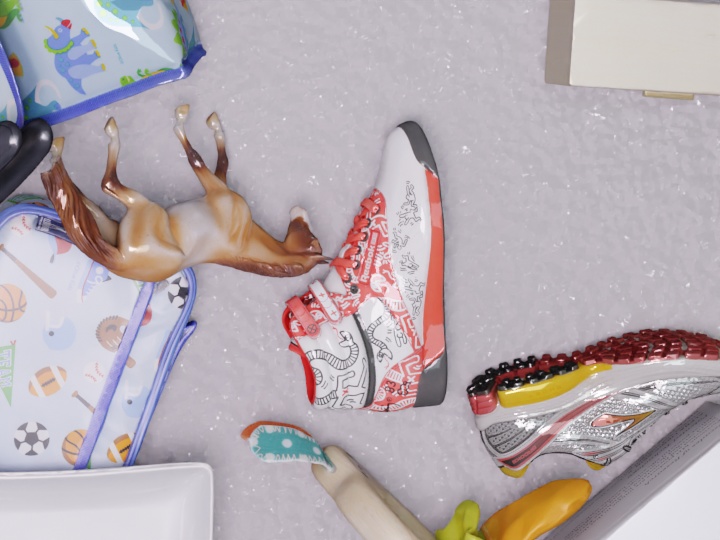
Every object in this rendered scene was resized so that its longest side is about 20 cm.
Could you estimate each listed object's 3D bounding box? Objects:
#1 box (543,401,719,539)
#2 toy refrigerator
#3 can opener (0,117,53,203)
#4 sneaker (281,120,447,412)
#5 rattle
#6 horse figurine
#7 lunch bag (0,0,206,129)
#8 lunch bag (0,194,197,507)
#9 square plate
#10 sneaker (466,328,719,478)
[{"bbox_3d":[0.244,0.231,1.394,0.200,0.131,0.199,-39,93,-2],"label":"box"},{"bbox_3d":[0.234,-0.151,1.388,0.200,0.076,0.070,2,96,-9],"label":"toy refrigerator"},{"bbox_3d":[-0.268,-0.040,1.278,0.200,0.063,0.079,-34,86,41],"label":"can opener"},{"bbox_3d":[0.000,0.001,1.376,0.108,0.067,0.202,-5,100,-10],"label":"sneaker"},{"bbox_3d":[0.034,0.134,1.374,0.200,0.130,0.143,47,108,14],"label":"rattle"},{"bbox_3d":[-0.125,-0.041,1.310,0.200,0.050,0.133,-12,76,-42],"label":"horse figurine"},{"bbox_3d":[-0.224,-0.178,1.299,0.200,0.127,0.170,-17,102,8],"label":"lunch bag"},{"bbox_3d":[-0.199,0.052,1.350,0.160,0.076,0.200,21,94,-12],"label":"lunch bag"},{"bbox_3d":[-0.197,0.227,1.331,0.198,0.028,0.200,-2,99,-12],"label":"square plate"},{"bbox_3d":[0.179,0.094,1.416,0.200,0.078,0.082,-13,103,3],"label":"sneaker"}]
